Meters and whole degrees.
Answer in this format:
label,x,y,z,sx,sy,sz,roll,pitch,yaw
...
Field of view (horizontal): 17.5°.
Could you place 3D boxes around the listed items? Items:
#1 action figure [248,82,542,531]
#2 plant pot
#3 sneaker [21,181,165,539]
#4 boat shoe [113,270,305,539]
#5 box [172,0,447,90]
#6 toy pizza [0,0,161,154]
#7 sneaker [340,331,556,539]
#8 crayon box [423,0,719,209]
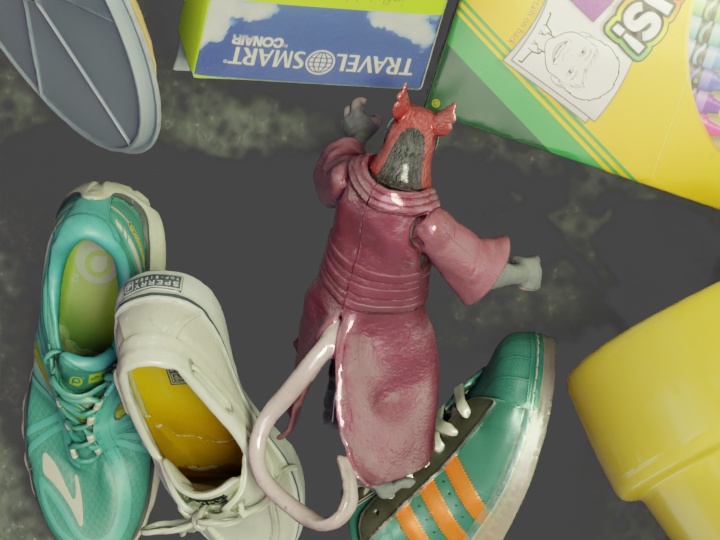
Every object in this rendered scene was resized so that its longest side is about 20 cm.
label,x,y,z,sx,sy,sz,roll,pitch,yaw
action figure,0.000,0.000,1.134,0.133,0.149,0.201,29,126,28
plant pot,0.221,0.097,1.093,0.200,0.201,0.190,-24,78,9
sneaker,-0.142,0.055,1.198,0.077,0.080,0.202,2,104,3
boat shoe,-0.076,0.098,1.161,0.074,0.087,0.203,-6,134,11
box,-0.013,-0.162,1.098,0.121,0.048,0.201,2,129,-18
toy pizza,-0.149,-0.146,1.106,0.032,0.200,0.201,-35,100,-21
sneaker,0.035,0.114,1.203,0.079,0.071,0.201,22,106,-7
crayon box,0.142,-0.149,1.139,0.171,0.058,0.201,18,104,0
